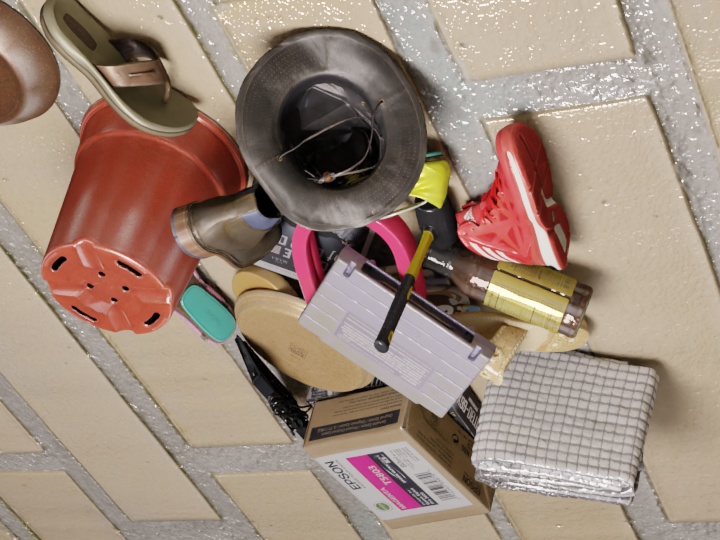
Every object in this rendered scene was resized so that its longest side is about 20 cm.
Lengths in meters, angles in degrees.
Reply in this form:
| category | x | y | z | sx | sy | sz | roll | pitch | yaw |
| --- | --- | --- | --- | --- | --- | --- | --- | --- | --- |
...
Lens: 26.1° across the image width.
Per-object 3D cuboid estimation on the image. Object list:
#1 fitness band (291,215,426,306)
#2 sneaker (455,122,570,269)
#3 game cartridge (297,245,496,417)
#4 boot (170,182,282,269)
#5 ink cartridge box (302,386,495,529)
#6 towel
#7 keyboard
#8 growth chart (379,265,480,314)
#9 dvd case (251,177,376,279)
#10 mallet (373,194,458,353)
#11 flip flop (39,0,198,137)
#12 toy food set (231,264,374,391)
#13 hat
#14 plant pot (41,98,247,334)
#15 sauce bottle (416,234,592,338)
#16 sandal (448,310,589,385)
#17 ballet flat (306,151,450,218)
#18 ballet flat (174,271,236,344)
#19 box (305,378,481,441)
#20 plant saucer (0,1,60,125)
| category | x | y | z | sx | sy | sz | roll | pitch | yaw |
| --- | --- | --- | --- | --- | --- | --- | --- | --- | --- |
| fitness band | 0.000 | 0.000 | 1.719 | 0.142 | 0.038 | 0.202 | 3 | 133 | 21 |
| sneaker | 0.141 | -0.068 | 1.604 | 0.114 | 0.079 | 0.201 | -3 | 137 | 23 |
| game cartridge | 0.038 | 0.070 | 1.711 | 0.199 | 0.039 | 0.130 | 34 | 140 | -2 |
| boot | -0.108 | -0.050 | 1.637 | 0.096 | 0.076 | 0.199 | -18 | 174 | 24 |
| ink cartridge box | 0.052 | 0.233 | 1.935 | 0.163 | 0.076 | 0.200 | -17 | 132 | 37 |
| towel | 0.238 | 0.179 | 1.801 | 0.197 | 0.167 | 0.086 | 7 | 146 | 16 |
| keyboard | -0.093 | 0.153 | 1.948 | 0.039 | 0.105 | 0.200 | -29 | 148 | 4 |
| growth chart | 0.073 | 0.054 | 1.816 | 0.143 | 0.018 | 0.201 | -11 | 135 | 17 |
| dvd case | -0.057 | -0.055 | 1.744 | 0.149 | 0.025 | 0.201 | 19 | 142 | -2 |
| mallet | 0.057 | 0.009 | 1.635 | 0.041 | 0.202 | 0.066 | 7 | 149 | 25 |
| flip flop | -0.240 | -0.213 | 1.590 | 0.057 | 0.082 | 0.200 | -32 | 116 | 29 |
| toy food set | -0.067 | 0.079 | 1.879 | 0.198 | 0.049 | 0.199 | 20 | 151 | 16 |
| hat | -0.026 | -0.139 | 1.558 | 0.198 | 0.203 | 0.081 | 15 | -178 | 4 |
| plant pot | -0.244 | -0.052 | 1.683 | 0.198 | 0.197 | 0.202 | 11 | 142 | 9 |
| sauce bottle | 0.154 | 0.010 | 1.704 | 0.198 | 0.065 | 0.065 | 24 | 144 | 9 |
| sandal | 0.162 | 0.093 | 1.737 | 0.209 | 0.070 | 0.078 | -2 | 146 | -13 |
| ballet flat | -0.004 | -0.085 | 1.620 | 0.197 | 0.067 | 0.068 | -3 | 97 | 9 |
| ballet flat | -0.226 | 0.015 | 1.878 | 0.071 | 0.069 | 0.200 | 16 | 153 | 50 |
| box | 0.053 | 0.184 | 1.976 | 0.198 | 0.050 | 0.158 | -9 | 136 | 31 |
| plant saucer | -0.424 | -0.221 | 1.678 | 0.198 | 0.037 | 0.202 | 12 | 142 | 9 |
